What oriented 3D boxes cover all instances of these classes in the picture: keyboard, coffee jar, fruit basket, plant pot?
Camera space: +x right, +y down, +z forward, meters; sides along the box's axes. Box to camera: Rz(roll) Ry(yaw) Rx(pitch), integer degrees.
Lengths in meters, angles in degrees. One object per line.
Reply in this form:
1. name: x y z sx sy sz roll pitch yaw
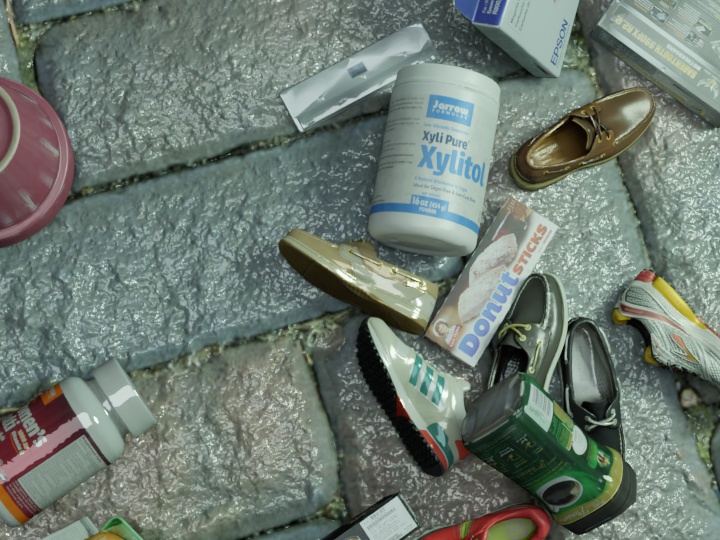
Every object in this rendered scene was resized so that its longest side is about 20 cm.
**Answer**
1. keyboard: 0.000 -0.237 1.816 0.199 0.011 0.057 -29 78 -8
2. coffee jar: 0.214 0.208 1.663 0.200 0.104 0.086 41 36 -20
3. fruit basket: -0.260 0.348 1.609 0.185 0.200 0.094 44 95 3
4. plant pot: -0.433 -0.136 1.687 0.198 0.179 0.202 1 81 -4

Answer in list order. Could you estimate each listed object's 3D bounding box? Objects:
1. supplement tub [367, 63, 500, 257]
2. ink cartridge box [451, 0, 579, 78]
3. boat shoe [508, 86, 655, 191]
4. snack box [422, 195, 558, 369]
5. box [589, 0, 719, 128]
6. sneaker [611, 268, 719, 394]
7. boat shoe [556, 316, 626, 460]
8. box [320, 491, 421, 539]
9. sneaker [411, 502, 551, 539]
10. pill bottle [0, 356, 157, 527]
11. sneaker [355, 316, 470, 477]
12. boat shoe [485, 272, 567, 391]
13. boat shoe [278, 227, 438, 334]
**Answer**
1. supplement tub: 0.086 -0.126 1.741 0.131 0.132 0.202 10 81 -2
2. ink cartridge box: 0.199 -0.358 1.765 0.043 0.200 0.198 9 78 38
3. boat shoe: 0.273 -0.161 1.789 0.199 0.068 0.072 -29 83 -8
4. snack box: 0.155 0.013 1.775 0.072 0.024 0.201 32 80 1
5. box: 0.407 -0.297 1.830 0.199 0.048 0.159 36 81 3
6. sneaker: 0.378 0.096 1.757 0.082 0.078 0.200 -42 76 -5
7. boat shoe: 0.273 0.153 1.741 0.073 0.060 0.202 -6 81 -6
8. box: -0.033 0.316 1.626 0.198 0.200 0.050 -32 84 -7
9. sneaker: 0.125 0.315 1.693 0.199 0.085 0.077 -26 82 -7
10. pill bottle: -0.336 0.190 1.673 0.199 0.110 0.110 -34 84 -8
11. sneaker: 0.072 0.135 1.738 0.093 0.070 0.201 -26 81 -25
12. boat shoe: 0.189 0.096 1.733 0.060 0.071 0.203 20 78 -43
13. boat shoe: 0.000 0.000 1.750 0.199 0.074 0.069 30 68 1
